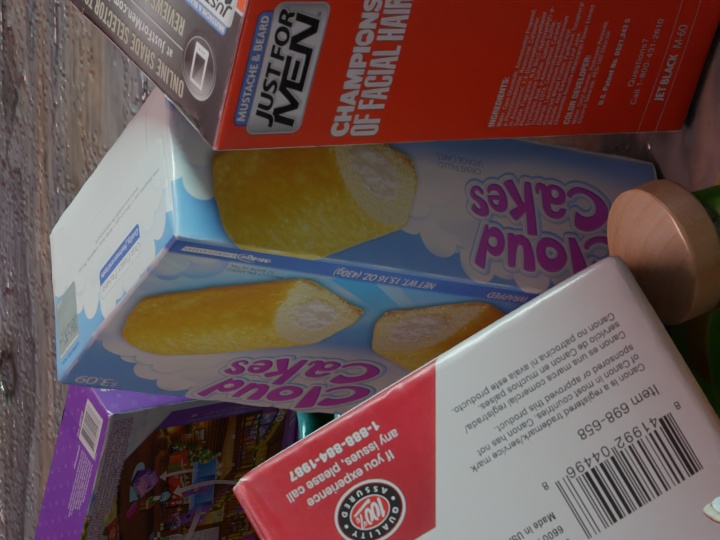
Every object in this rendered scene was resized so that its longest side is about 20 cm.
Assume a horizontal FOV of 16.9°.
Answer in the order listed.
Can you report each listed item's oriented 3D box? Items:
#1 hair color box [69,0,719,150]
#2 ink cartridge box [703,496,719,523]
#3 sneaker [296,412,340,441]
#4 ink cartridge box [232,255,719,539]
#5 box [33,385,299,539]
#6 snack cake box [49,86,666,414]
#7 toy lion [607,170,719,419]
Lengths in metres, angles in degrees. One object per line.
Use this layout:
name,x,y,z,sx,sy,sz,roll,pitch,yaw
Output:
hair color box,0.015,-0.096,0.841,0.111,0.199,0.064,45,130,43
ink cartridge box,0.206,0.102,0.583,0.175,0.199,0.084,27,120,52
sneaker,0.005,0.098,1.010,0.077,0.079,0.201,-38,65,53
ink cartridge box,0.070,0.118,0.791,0.200,0.144,0.084,59,177,3
box,-0.080,0.119,1.094,0.039,0.136,0.201,49,135,39
snack cake box,0.000,0.000,0.879,0.115,0.199,0.067,-47,42,50
toy lion,0.173,0.058,0.760,0.200,0.068,0.192,3,109,61
